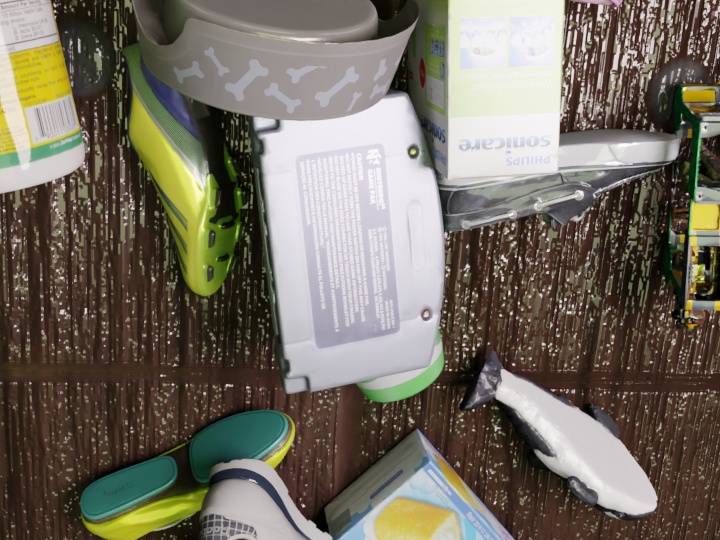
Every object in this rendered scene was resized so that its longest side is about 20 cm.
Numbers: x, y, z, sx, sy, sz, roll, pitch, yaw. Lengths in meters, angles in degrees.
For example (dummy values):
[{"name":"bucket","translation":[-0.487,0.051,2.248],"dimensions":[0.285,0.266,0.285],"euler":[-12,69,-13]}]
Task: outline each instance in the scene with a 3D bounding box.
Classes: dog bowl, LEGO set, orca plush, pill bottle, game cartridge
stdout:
[{"name":"dog bowl","translation":[-0.060,-0.165,0.652],"dimensions":[0.195,0.202,0.060],"euler":[6,122,-10]},{"name":"LEGO set","translation":[0.310,-0.054,0.757],"dimensions":[0.113,0.154,0.205],"euler":[1,100,9]},{"name":"orca plush","translation":[0.164,0.162,0.846],"dimensions":[0.197,0.107,0.071],"euler":[28,133,-18]},{"name":"pill bottle","translation":[-0.265,-0.162,0.660],"dimensions":[0.110,0.113,0.204],"euler":[-10,109,-5]},{"name":"game cartridge","translation":[-0.005,-0.021,0.691],"dimensions":[0.130,0.041,0.205],"euler":[-8,104,-12]}]

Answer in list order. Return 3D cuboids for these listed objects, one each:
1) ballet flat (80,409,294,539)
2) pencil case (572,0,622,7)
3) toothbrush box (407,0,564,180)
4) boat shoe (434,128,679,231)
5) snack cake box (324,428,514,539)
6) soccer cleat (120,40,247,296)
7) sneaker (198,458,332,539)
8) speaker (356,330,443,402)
[{"name":"ballet flat","translation":[-0.139,0.179,0.816],"dimensions":[0.196,0.067,0.068],"euler":[-23,130,2]},{"name":"pencil case","translation":[0.181,-0.300,0.699],"dimensions":[0.086,0.088,0.204],"euler":[13,105,-12]},{"name":"toothbrush box","translation":[0.085,-0.181,0.689],"dimensions":[0.084,0.146,0.205],"euler":[-5,108,-7]},{"name":"boat shoe","translation":[0.158,-0.069,0.773],"dimensions":[0.195,0.072,0.069],"euler":[-10,106,-3]},{"name":"snack cake box","translation":[0.073,0.257,0.862],"dimensions":[0.115,0.067,0.201],"euler":[-40,108,4]},{"name":"soccer cleat","translation":[-0.139,-0.080,0.742],"dimensions":[0.082,0.065,0.205],"euler":[5,113,22]},{"name":"sneaker","translation":[-0.065,0.242,0.773],"dimensions":[0.075,0.081,0.201],"euler":[-25,121,22]},{"name":"speaker","translation":[0.000,0.000,0.763],"dimensions":[0.087,0.089,0.203],"euler":[-23,109,-1]}]
